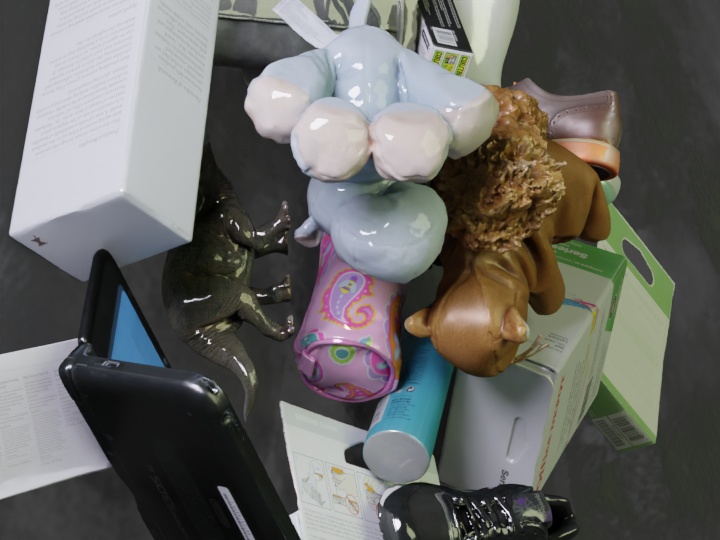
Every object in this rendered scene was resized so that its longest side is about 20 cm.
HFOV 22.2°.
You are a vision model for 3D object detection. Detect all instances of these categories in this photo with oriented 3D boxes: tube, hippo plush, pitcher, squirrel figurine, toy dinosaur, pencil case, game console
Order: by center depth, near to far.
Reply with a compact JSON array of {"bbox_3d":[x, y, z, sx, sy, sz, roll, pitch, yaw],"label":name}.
[{"bbox_3d":[-0.092,0.100,1.124,0.117,0.175,0.201,-52,132,-35],"label":"game console"},{"bbox_3d":[-0.098,0.004,1.264,0.077,0.101,0.202,131,-42,-83],"label":"toy dinosaur"},{"bbox_3d":[-0.011,-0.075,1.270,0.158,0.162,0.200,-17,44,-30],"label":"hippo plush"},{"bbox_3d":[0.093,-0.027,1.353,0.201,0.140,0.188,78,28,-46],"label":"squirrel figurine"},{"bbox_3d":[0.000,0.000,1.402,0.087,0.087,0.201,42,42,-37],"label":"pencil case"},{"bbox_3d":[0.045,0.079,1.413,0.050,0.077,0.201,49,33,-21],"label":"tube"},{"bbox_3d":[0.084,-0.208,1.613,0.172,0.120,0.202,74,12,-68],"label":"pitcher"}]

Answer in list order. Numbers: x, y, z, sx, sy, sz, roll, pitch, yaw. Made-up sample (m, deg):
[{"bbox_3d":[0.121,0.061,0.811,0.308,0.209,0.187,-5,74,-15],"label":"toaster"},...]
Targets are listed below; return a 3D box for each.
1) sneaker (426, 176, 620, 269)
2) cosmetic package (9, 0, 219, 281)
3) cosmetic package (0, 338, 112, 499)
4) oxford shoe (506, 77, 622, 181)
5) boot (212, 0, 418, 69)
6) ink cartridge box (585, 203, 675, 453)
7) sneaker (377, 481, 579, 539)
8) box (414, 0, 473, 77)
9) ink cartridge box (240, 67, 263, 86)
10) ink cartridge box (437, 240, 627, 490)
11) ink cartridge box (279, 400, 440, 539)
[{"bbox_3d":[0.122,-0.043,1.543,0.198,0.074,0.119,6,63,-8],"label":"sneaker"},{"bbox_3d":[-0.158,-0.106,1.199,0.071,0.101,0.202,36,47,-42],"label":"cosmetic package"},{"bbox_3d":[-0.230,0.095,1.037,0.199,0.050,0.083,-10,86,-57],"label":"cosmetic package"},{"bbox_3d":[0.116,-0.114,1.468,0.071,0.198,0.074,36,61,-63],"label":"oxford shoe"},{"bbox_3d":[-0.057,-0.155,1.347,0.198,0.072,0.184,1,87,-31],"label":"boot"},{"bbox_3d":[0.243,0.052,1.764,0.146,0.048,0.201,47,40,-33],"label":"ink cartridge box"},{"bbox_3d":[0.092,0.183,1.368,0.199,0.087,0.076,14,54,-55],"label":"sneaker"},{"bbox_3d":[0.038,-0.182,1.461,0.034,0.111,0.201,8,36,-17],"label":"box"},{"bbox_3d":[-0.047,-0.237,1.459,0.117,0.067,0.202,15,63,-52],"label":"ink cartridge box"},{"bbox_3d":[0.143,0.082,1.510,0.200,0.083,0.146,-48,152,-54],"label":"ink cartridge box"},{"bbox_3d":[0.002,0.202,1.337,0.199,0.043,0.175,25,44,-49],"label":"ink cartridge box"}]
